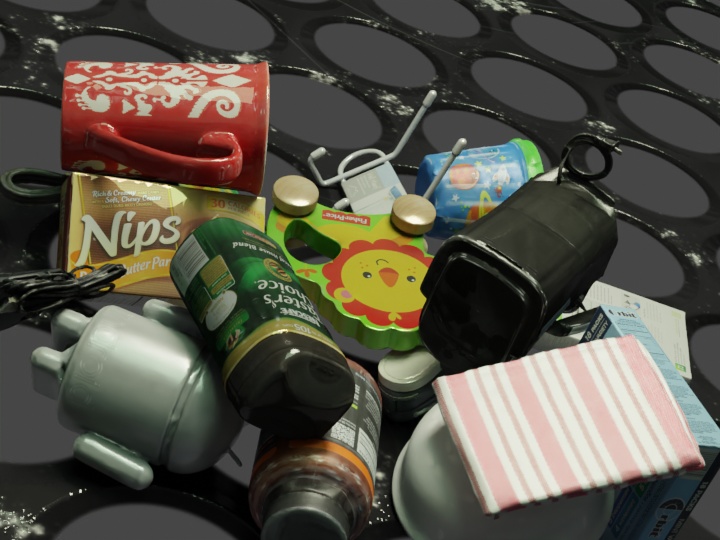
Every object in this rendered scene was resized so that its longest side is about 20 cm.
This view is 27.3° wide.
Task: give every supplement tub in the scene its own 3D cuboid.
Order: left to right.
[{"bbox_3d":[-0.039,0.166,1.262,0.106,0.107,0.200,17,31,-5],"label":"supplement tub"}]

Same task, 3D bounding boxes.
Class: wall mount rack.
[{"bbox_3d":[0.036,-0.119,1.728,0.173,0.075,0.200,-25,39,0],"label":"wall mount rack"}]

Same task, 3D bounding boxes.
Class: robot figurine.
[{"bbox_3d":[-0.181,0.103,1.269,0.199,0.113,0.170,21,64,2],"label":"robot figurine"}]

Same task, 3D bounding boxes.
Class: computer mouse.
[{"bbox_3d":[-0.315,0.030,1.306,0.199,0.053,0.138,-4,5,34],"label":"computer mouse"}]

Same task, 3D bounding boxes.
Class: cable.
[{"bbox_3d":[-0.264,-0.078,1.514,0.199,0.050,0.097,-17,56,-28],"label":"cable"}]

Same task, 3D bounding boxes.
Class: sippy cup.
[{"bbox_3d":[0.136,-0.088,1.760,0.130,0.178,0.140,0,78,-13],"label":"sippy cup"}]

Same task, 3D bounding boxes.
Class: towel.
[{"bbox_3d":[0.174,0.133,1.259,0.199,0.030,0.147,-11,47,-10],"label":"towel"}]

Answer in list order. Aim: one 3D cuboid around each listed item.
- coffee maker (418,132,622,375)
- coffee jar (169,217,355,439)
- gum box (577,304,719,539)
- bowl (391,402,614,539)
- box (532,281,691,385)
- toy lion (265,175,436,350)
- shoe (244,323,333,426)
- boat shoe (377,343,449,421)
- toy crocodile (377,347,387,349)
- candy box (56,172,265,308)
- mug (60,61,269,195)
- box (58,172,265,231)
[{"bbox_3d":[0.150,-0.016,1.396,0.134,0.193,0.200,12,26,26],"label":"coffee maker"},{"bbox_3d":[-0.082,0.049,1.232,0.104,0.085,0.200,28,21,-42],"label":"coffee jar"},{"bbox_3d":[0.242,0.159,1.374,0.044,0.170,0.200,9,32,-26],"label":"gum box"},{"bbox_3d":[0.126,0.165,1.309,0.200,0.091,0.202,-2,43,2],"label":"bowl"},{"bbox_3d":[0.274,0.063,1.682,0.199,0.036,0.145,21,30,-2],"label":"box"},{"bbox_3d":[0.000,0.000,1.481,0.199,0.069,0.192,10,41,-4],"label":"toy lion"},{"bbox_3d":[-0.077,0.071,1.403,0.071,0.091,0.200,31,32,18],"label":"shoe"},{"bbox_3d":[0.093,0.086,1.476,0.073,0.062,0.200,27,42,37],"label":"boat shoe"},{"bbox_3d":[0.065,0.057,1.539,0.199,0.062,0.068,23,31,3],"label":"toy crocodile"},{"bbox_3d":[-0.196,-0.023,1.462,0.199,0.055,0.116,6,74,-21],"label":"candy box"},{"bbox_3d":[-0.192,-0.149,1.456,0.199,0.134,0.178,4,-1,-8],"label":"mug"},{"bbox_3d":[-0.207,-0.055,1.573,0.199,0.049,0.117,-3,37,-30],"label":"box"}]
